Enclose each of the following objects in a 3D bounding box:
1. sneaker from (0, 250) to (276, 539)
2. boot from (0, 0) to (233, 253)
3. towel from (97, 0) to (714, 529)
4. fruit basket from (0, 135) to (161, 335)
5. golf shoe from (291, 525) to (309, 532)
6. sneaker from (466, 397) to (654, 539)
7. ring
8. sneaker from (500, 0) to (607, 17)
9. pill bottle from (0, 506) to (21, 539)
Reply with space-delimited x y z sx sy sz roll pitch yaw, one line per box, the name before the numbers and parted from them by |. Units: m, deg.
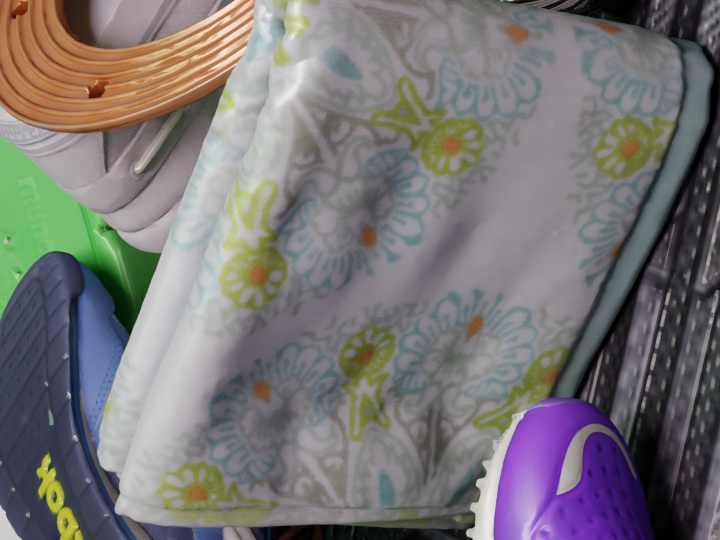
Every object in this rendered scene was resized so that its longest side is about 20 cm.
sneaker | -0.080 0.079 0.935 0.074 0.082 0.200 -53 48 37
boot | -0.061 -0.104 0.984 0.074 0.096 0.200 8 59 46
towel | 0.015 0.001 0.858 0.048 0.171 0.200 46 122 45
fruit basket | -0.113 -0.016 1.089 0.155 0.216 0.216 -15 71 20
golf shoe | 0.000 0.000 0.967 0.078 0.097 0.200 20 105 16
sneaker | 0.097 0.137 0.824 0.099 0.070 0.200 -15 78 47
ring | -0.050 -0.123 0.896 0.200 0.019 0.201 -26 39 23
sneaker | 0.084 -0.132 0.878 0.200 0.078 0.085 -7 117 48
pill bottle | -0.135 0.161 1.041 0.200 0.109 0.109 71 178 -58
